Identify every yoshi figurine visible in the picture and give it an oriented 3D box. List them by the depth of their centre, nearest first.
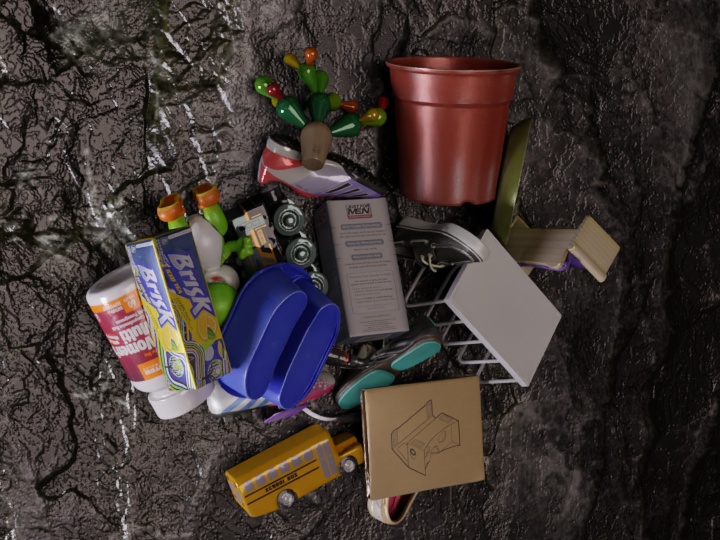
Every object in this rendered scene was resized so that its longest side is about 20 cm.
[{"bbox_3d":[-0.206,-0.008,1.514,0.112,0.111,0.203,-44,126,-48],"label":"yoshi figurine"}]

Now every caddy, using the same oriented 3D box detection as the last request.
[{"bbox_3d":[-0.120,0.090,1.523,0.140,0.105,0.202,23,94,-43],"label":"caddy"}]

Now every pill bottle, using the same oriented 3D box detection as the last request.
[{"bbox_3d":[-0.281,0.093,1.510,0.109,0.109,0.202,-31,108,-18],"label":"pill bottle"}]

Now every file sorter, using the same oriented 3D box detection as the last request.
[{"bbox_3d":[0.185,0.063,1.706,0.200,0.124,0.140,46,59,-23],"label":"file sorter"}]

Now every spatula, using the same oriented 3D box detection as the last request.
[{"bbox_3d":[-0.055,0.219,1.671,0.197,0.056,0.021,8,62,-33],"label":"spatula"}]

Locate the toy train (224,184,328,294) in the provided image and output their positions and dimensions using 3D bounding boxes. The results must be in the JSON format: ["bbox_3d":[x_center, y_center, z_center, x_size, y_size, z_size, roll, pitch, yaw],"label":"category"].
[{"bbox_3d":[-0.122,-0.019,1.591,0.112,0.085,0.203,-22,109,-7],"label":"toy train"}]

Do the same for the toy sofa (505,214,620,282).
[{"bbox_3d":[0.295,-0.023,1.719,0.083,0.199,0.098,41,73,-24],"label":"toy sofa"}]

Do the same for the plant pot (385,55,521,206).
[{"bbox_3d":[0.131,-0.206,1.632,0.198,0.200,0.199,-5,107,-24],"label":"plant pot"}]

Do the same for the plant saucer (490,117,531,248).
[{"bbox_3d":[0.227,-0.136,1.694,0.031,0.200,0.204,12,92,6],"label":"plant saucer"}]

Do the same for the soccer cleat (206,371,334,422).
[{"bbox_3d":[-0.129,0.159,1.613,0.197,0.070,0.088,-11,95,-25],"label":"soccer cleat"}]

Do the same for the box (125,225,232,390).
[{"bbox_3d":[-0.235,0.049,1.440,0.070,0.064,0.203,-23,101,-46],"label":"box"}]

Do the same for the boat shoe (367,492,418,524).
[{"bbox_3d":[0.079,0.302,1.729,0.073,0.069,0.203,23,87,-26],"label":"boat shoe"}]

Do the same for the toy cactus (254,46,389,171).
[{"bbox_3d":[-0.052,-0.220,1.564,0.197,0.102,0.167,19,56,-22],"label":"toy cactus"}]

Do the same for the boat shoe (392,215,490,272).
[{"bbox_3d":[0.112,-0.029,1.630,0.071,0.199,0.064,44,74,-30],"label":"boat shoe"}]

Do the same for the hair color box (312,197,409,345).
[{"bbox_3d":[0.000,0.000,1.622,0.097,0.061,0.203,-5,78,-25],"label":"hair color box"}]

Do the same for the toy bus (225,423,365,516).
[{"bbox_3d":[-0.095,0.292,1.649,0.198,0.065,0.079,-26,105,-20],"label":"toy bus"}]

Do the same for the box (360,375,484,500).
[{"bbox_3d":[0.097,0.252,1.687,0.197,0.021,0.167,-4,91,-25],"label":"box"}]

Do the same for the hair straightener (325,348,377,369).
[{"bbox_3d":[-0.072,0.114,1.632,0.197,0.077,0.042,10,80,-8],"label":"hair straightener"}]

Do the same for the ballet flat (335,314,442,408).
[{"bbox_3d":[0.039,0.134,1.678,0.199,0.069,0.068,-34,141,19],"label":"ballet flat"}]

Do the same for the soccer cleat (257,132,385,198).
[{"bbox_3d":[-0.057,-0.135,1.619,0.198,0.068,0.074,18,109,-27],"label":"soccer cleat"}]
